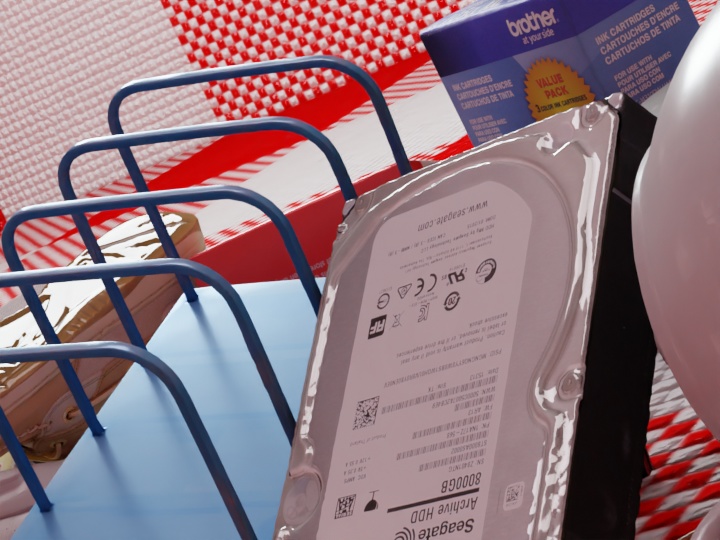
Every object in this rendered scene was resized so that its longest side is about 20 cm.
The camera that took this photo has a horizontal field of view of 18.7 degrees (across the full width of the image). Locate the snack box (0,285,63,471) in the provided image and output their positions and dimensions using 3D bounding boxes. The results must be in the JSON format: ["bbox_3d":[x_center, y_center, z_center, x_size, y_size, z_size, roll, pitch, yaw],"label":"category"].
[{"bbox_3d":[-0.184,0.104,1.035,0.116,0.037,0.201,-30,37,33],"label":"snack box"}]

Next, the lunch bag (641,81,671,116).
[{"bbox_3d":[0.207,-0.057,0.963,0.199,0.122,0.170,-22,8,-14],"label":"lunch bag"}]

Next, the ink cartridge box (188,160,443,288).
[{"bbox_3d":[0.000,0.000,1.015,0.116,0.067,0.200,-24,-5,15],"label":"ink cartridge box"}]

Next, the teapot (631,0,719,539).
[{"bbox_3d":[0.147,-0.001,0.636,0.146,0.198,0.200,-29,-7,36],"label":"teapot"}]

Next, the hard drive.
[{"bbox_3d":[0.033,0.050,0.714,0.139,0.038,0.201,-19,50,45],"label":"hard drive"}]

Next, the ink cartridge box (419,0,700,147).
[{"bbox_3d":[0.117,-0.087,1.119,0.076,0.201,0.136,-30,10,-28],"label":"ink cartridge box"}]

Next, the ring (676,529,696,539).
[{"bbox_3d":[0.093,0.060,0.749,0.200,0.019,0.201,-23,30,14],"label":"ring"}]

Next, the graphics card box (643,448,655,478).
[{"bbox_3d":[-0.002,0.084,0.857,0.199,0.051,0.125,-28,27,-9],"label":"graphics card box"}]

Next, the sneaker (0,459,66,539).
[{"bbox_3d":[-0.092,0.113,0.935,0.199,0.089,0.075,-21,-16,-15],"label":"sneaker"}]

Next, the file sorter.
[{"bbox_3d":[-0.066,0.023,0.823,0.138,0.123,0.200,-4,33,28],"label":"file sorter"}]

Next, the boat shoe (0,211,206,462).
[{"bbox_3d":[-0.133,0.052,0.972,0.074,0.069,0.200,8,39,48],"label":"boat shoe"}]
